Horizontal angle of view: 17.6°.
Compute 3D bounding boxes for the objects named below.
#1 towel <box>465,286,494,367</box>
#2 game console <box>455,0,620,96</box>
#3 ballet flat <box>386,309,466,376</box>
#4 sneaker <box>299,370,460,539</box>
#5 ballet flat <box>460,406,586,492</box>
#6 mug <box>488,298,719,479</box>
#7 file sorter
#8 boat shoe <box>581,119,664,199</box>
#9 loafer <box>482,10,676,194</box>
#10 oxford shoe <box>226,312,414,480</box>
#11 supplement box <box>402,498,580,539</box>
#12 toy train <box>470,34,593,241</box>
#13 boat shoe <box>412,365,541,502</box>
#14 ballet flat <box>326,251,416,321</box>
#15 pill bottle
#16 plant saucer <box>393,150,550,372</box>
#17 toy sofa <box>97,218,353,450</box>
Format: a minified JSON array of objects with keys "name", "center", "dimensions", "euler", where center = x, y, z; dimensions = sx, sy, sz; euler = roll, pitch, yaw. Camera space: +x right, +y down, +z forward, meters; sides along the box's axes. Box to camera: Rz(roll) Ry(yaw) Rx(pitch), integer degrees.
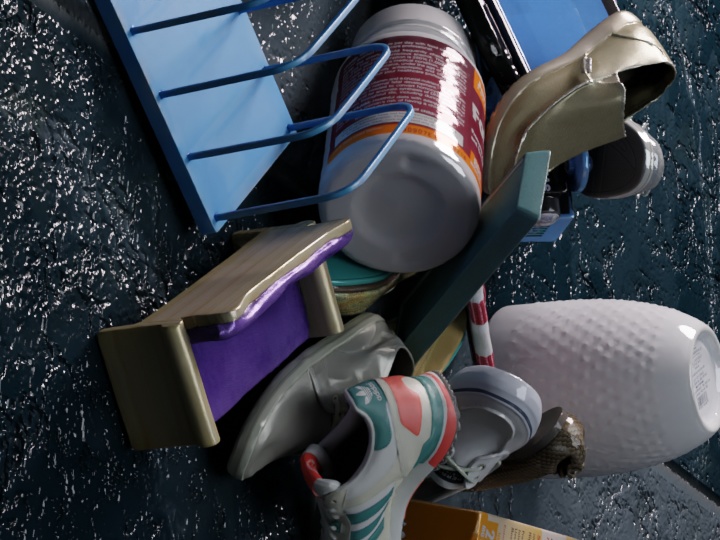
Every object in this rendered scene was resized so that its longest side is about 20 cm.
[{"name":"towel","center":[0.087,0.000,1.783],"dimensions":[0.144,0.023,0.201],"euler":[-96,178,-55]},{"name":"game console","center":[0.126,-0.238,1.821],"dimensions":[0.201,0.116,0.176],"euler":[66,6,23]},{"name":"ballet flat","center":[0.026,0.073,1.715],"dimensions":[0.063,0.068,0.200],"euler":[51,38,-22]},{"name":"sneaker","center":[-0.011,0.150,1.578],"dimensions":[0.093,0.070,0.200],"euler":[3,126,-34]},{"name":"ballet flat","center":[0.120,0.143,1.760],"dimensions":[0.046,0.200,0.067],"euler":[41,67,-9]},{"name":"mug","center":[0.217,0.095,1.944],"dimensions":[0.200,0.175,0.148],"euler":[-2,86,-62]},{"name":"file sorter","center":[-0.065,-0.150,1.512],"dimensions":[0.139,0.122,0.201],"euler":[-54,129,-50]},{"name":"boat shoe","center":[0.201,-0.097,1.912],"dimensions":[0.064,0.202,0.075],"euler":[1,94,-20]},{"name":"loafer","center":[0.164,-0.121,1.736],"dimensions":[0.200,0.068,0.076],"euler":[-44,147,-26]},{"name":"oxford shoe","center":[-0.023,0.089,1.592],"dimensions":[0.200,0.058,0.075],"euler":[-35,157,-52]},{"name":"supplement box","center":[0.095,0.251,1.774],"dimensions":[0.200,0.073,0.127],"euler":[22,76,-59]},{"name":"toy train","center":[0.130,-0.121,1.897],"dimensions":[0.114,0.086,0.201],"euler":[123,-37,-66]},{"name":"boat shoe","center":[0.077,0.129,1.693],"dimensions":[0.067,0.073,0.200],"euler":[-63,-179,-22]},{"name":"ballet flat","center":[0.000,0.000,1.686],"dimensions":[0.200,0.070,0.071],"euler":[-36,116,-56]},{"name":"pill bottle","center":[0.033,-0.100,1.673],"dimensions":[0.200,0.114,0.114],"euler":[-83,153,-52]},{"name":"plant saucer","center":[0.073,-0.005,1.632],"dimensions":[0.019,0.200,0.070],"euler":[25,46,-12]},{"name":"toy sofa","center":[-0.073,0.038,1.499],"dimensions":[0.200,0.097,0.083],"euler":[-41,120,-58]}]
